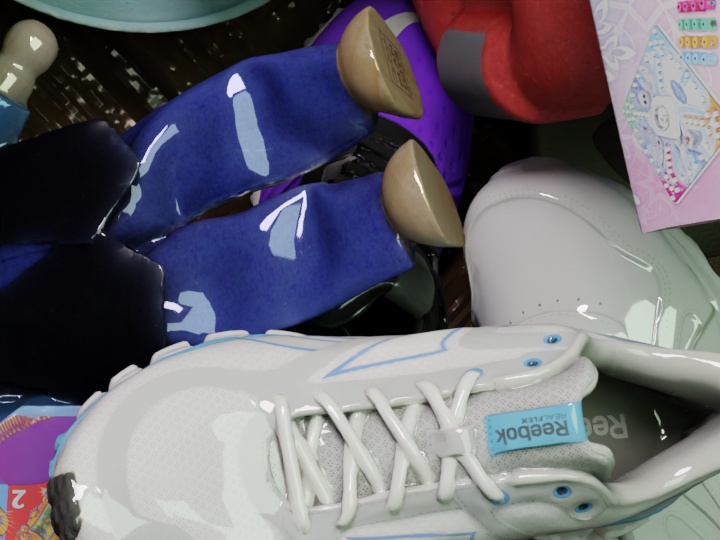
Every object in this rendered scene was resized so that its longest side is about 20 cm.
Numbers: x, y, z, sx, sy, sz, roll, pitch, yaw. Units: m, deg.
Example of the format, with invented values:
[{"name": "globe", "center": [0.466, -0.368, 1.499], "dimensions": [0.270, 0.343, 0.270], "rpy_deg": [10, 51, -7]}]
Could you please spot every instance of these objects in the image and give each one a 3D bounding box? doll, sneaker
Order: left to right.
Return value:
[{"name": "doll", "center": [-0.077, -0.010, 0.791], "dimensions": [0.200, 0.048, 0.137], "rpy_deg": [-21, 77, 12]}, {"name": "sneaker", "center": [0.000, 0.000, 0.843], "dimensions": [0.069, 0.099, 0.200], "rpy_deg": [27, 71, -19]}, {"name": "sneaker", "center": [0.018, 0.042, 0.725], "dimensions": [0.200, 0.087, 0.075], "rpy_deg": [-9, 84, -27]}, {"name": "sneaker", "center": [0.077, 0.063, 0.830], "dimensions": [0.099, 0.078, 0.200], "rpy_deg": [-23, 90, -59]}]

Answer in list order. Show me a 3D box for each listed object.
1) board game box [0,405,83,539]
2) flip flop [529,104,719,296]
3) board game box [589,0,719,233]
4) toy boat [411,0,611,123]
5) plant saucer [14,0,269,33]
[{"name": "board game box", "center": [-0.033, 0.116, 0.754], "dimensions": [0.200, 0.039, 0.158], "rpy_deg": [2, 90, -29]}, {"name": "flip flop", "center": [0.129, -0.009, 0.875], "dimensions": [0.081, 0.058, 0.200], "rpy_deg": [-39, 59, -12]}, {"name": "board game box", "center": [0.111, -0.124, 0.777], "dimensions": [0.200, 0.043, 0.200], "rpy_deg": [-19, 96, -60]}, {"name": "toy boat", "center": [0.004, -0.130, 0.801], "dimensions": [0.130, 0.130, 0.200], "rpy_deg": [-20, 100, -13]}, {"name": "plant saucer", "center": [-0.088, -0.163, 0.857], "dimensions": [0.200, 0.036, 0.201], "rpy_deg": [11, 69, -30]}]
